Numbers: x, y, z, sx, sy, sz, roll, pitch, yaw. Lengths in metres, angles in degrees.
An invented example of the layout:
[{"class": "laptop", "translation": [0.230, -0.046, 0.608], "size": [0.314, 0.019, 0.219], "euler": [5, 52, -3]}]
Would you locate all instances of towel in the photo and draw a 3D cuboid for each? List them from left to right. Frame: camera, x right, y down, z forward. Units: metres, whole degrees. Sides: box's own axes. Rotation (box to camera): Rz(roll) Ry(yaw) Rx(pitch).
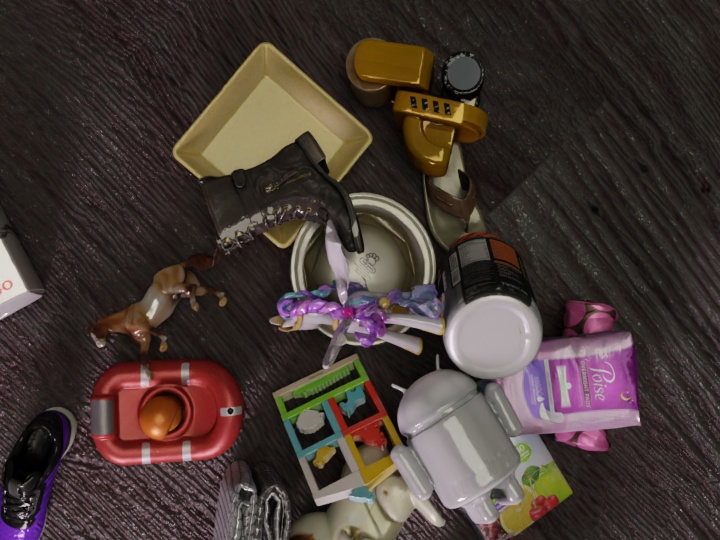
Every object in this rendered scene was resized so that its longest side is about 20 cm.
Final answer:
[{"class": "towel", "translation": [-0.138, 0.352, 1.046], "size": [0.084, 0.165, 0.204], "euler": [7, 87, -13]}]

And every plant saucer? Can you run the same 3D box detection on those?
[{"class": "plant saucer", "translation": [-0.117, -0.166, 1.129], "size": [0.199, 0.048, 0.201], "euler": [40, 82, -5]}]

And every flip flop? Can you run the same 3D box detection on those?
[{"class": "flip flop", "translation": [0.127, -0.113, 1.156], "size": [0.080, 0.058, 0.204], "euler": [-11, 89, -8]}]

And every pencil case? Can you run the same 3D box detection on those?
[{"class": "pencil case", "translation": [0.314, 0.144, 1.160], "size": [0.089, 0.093, 0.204], "euler": [4, 86, 35]}]

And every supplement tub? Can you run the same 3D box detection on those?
[{"class": "supplement tub", "translation": [0.159, 0.036, 1.065], "size": [0.120, 0.201, 0.125], "euler": [1, 116, 2]}]

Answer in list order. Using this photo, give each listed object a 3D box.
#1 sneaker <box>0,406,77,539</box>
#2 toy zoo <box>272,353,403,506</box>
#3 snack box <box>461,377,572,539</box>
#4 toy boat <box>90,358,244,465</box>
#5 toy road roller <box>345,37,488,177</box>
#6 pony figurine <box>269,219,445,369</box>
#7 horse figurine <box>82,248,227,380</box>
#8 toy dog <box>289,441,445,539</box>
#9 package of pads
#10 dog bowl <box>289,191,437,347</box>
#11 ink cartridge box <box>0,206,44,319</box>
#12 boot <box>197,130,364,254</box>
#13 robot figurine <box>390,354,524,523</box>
[{"class": "sneaker", "translation": [-0.421, 0.271, 1.039], "size": [0.068, 0.100, 0.204], "euler": [17, 85, -5]}, {"class": "toy zoo", "translation": [-0.023, 0.213, 1.078], "size": [0.129, 0.021, 0.201], "euler": [-24, 51, -8]}, {"class": "snack box", "translation": [0.180, 0.258, 1.149], "size": [0.141, 0.053, 0.202], "euler": [-31, 90, -11]}, {"class": "toy boat", "translation": [-0.246, 0.181, 1.054], "size": [0.196, 0.131, 0.133], "euler": [-3, 88, -8]}, {"class": "toy road roller", "translation": [0.071, -0.210, 1.102], "size": [0.196, 0.123, 0.149], "euler": [12, 86, 6]}, {"class": "pony figurine", "translation": [-0.003, 0.048, 0.998], "size": [0.196, 0.193, 0.170], "euler": [6, 71, -11]}, {"class": "horse figurine", "translation": [-0.254, 0.046, 1.080], "size": [0.200, 0.132, 0.050], "euler": [-48, 137, -7]}, {"class": "toy dog", "translation": [-0.012, 0.328, 1.080], "size": [0.199, 0.140, 0.195], "euler": [-40, 89, -6]}, {"class": "package of pads", "translation": [0.259, 0.148, 1.082], "size": [0.196, 0.076, 0.123], "euler": [-7, 87, 11]}, {"class": "dog bowl", "translation": [0.000, 0.000, 1.126], "size": [0.196, 0.074, 0.205], "euler": [0, 87, -8]}, {"class": "ink cartridge box", "translation": [-0.513, -0.026, 1.048], "size": [0.145, 0.083, 0.202], "euler": [-29, 91, -8]}, {"class": "boot", "translation": [-0.101, -0.069, 1.055], "size": [0.172, 0.069, 0.202], "euler": [-29, 65, -4]}, {"class": "robot figurine", "translation": [0.120, 0.207, 1.024], "size": [0.168, 0.113, 0.202], "euler": [-30, 81, -20]}]
